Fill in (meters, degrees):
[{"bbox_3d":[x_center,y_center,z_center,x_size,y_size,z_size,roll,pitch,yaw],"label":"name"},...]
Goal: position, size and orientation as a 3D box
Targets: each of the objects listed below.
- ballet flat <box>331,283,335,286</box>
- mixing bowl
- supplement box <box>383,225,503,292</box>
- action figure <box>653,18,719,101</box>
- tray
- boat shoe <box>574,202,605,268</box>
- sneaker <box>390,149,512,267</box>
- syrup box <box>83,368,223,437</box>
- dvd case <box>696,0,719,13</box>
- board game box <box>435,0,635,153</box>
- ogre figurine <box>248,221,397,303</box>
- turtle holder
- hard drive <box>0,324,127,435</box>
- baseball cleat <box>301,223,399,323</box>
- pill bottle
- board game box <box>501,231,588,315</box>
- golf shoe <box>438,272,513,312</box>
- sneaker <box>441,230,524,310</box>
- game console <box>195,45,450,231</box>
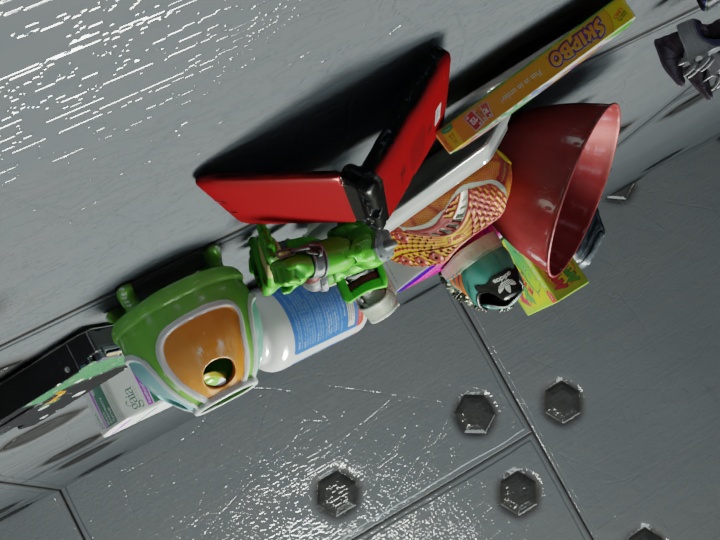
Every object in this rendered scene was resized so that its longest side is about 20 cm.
[{"bbox_3d":[0.000,-0.033,1.264,0.200,0.068,0.062,-20,-163,-36],"label":"ballet flat"},{"bbox_3d":[0.200,-0.104,1.116,0.200,0.108,0.200,-52,154,-38],"label":"mixing bowl"},{"bbox_3d":[0.114,-0.068,1.233,0.200,0.101,0.103,-26,172,-33],"label":"supplement box"},{"bbox_3d":[0.380,-0.246,0.941,0.130,0.070,0.200,-8,155,-48],"label":"action figure"},{"bbox_3d":[0.079,-0.097,1.034,0.200,0.022,0.107,-35,-164,40],"label":"tray"},{"bbox_3d":[0.294,-0.102,1.380,0.071,0.091,0.201,-20,-136,57],"label":"boat shoe"},{"bbox_3d":[0.093,-0.062,1.088,0.200,0.073,0.077,-29,-150,43],"label":"sneaker"},{"bbox_3d":[-0.253,0.133,1.296,0.200,0.079,0.081,-23,171,-43],"label":"syrup box"},{"bbox_3d":[0.373,-0.299,0.900,0.150,0.025,0.200,-31,174,16],"label":"dvd case"},{"bbox_3d":[0.155,-0.169,0.853,0.200,0.030,0.096,-38,180,16],"label":"board game box"},{"bbox_3d":[-0.039,-0.014,0.955,0.120,0.098,0.200,-12,165,-13],"label":"ogre figurine"},{"bbox_3d":[-0.167,0.073,0.970,0.141,0.132,0.185,-24,172,-42],"label":"turtle holder"},{"bbox_3d":[-0.321,0.117,1.068,0.200,0.038,0.140,-30,174,17],"label":"hard drive"},{"bbox_3d":[0.000,0.000,1.119,0.070,0.107,0.200,-36,161,9],"label":"baseball cleat"},{"bbox_3d":[-0.096,0.064,1.302,0.200,0.112,0.112,-24,172,-38],"label":"pill bottle"},{"bbox_3d":[0.223,-0.004,1.286,0.048,0.102,0.200,-32,174,-4],"label":"board game box"},{"bbox_3d":[0.129,-0.019,1.353,0.088,0.200,0.077,-50,167,-52],"label":"golf shoe"},{"bbox_3d":[0.144,0.013,1.172,0.071,0.080,0.200,-30,173,-1],"label":"sneaker"},{"bbox_3d":[-0.020,-0.098,0.791,0.173,0.119,0.200,-60,175,-3],"label":"game console"}]
